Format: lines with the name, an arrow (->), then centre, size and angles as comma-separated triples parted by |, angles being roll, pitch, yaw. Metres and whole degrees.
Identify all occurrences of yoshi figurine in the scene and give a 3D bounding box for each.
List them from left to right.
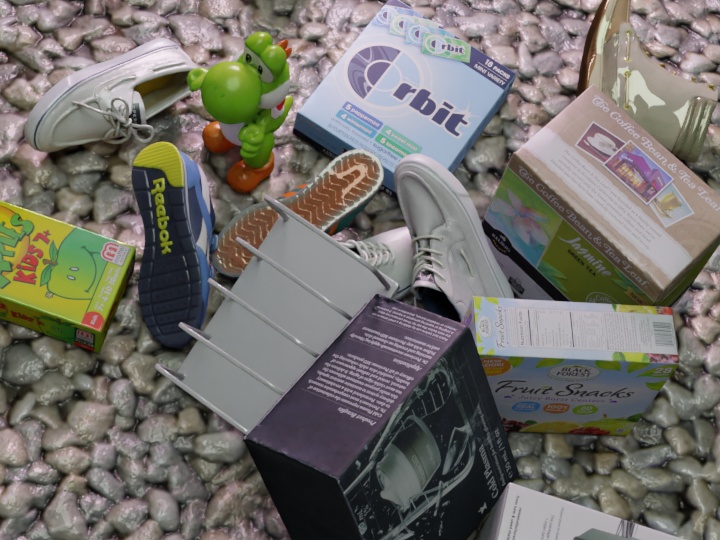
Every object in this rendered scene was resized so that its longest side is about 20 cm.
yoshi figurine -> -0.126, -0.160, 1.659 | 0.111, 0.201, 0.113 | 13, 60, -4

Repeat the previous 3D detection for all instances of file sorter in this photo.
file sorter -> -0.081, 0.052, 1.547 | 0.138, 0.125, 0.201 | 33, 88, 14

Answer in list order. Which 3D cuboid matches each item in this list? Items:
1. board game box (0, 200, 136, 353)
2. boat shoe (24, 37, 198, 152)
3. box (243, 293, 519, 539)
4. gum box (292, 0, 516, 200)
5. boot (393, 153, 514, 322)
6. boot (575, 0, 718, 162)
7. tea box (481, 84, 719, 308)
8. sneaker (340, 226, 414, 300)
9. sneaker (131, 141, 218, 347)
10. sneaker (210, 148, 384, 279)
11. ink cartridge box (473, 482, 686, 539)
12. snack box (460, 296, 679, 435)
board game box -> -0.331, -0.003, 1.620 | 0.198, 0.048, 0.102 | 19, 60, 0
boat shoe -> -0.246, -0.166, 1.710 | 0.201, 0.075, 0.086 | -31, 54, -31
box -> 0.024, 0.168, 1.493 | 0.123, 0.201, 0.197 | 19, 53, 40
gum box -> 0.050, -0.182, 1.797 | 0.169, 0.045, 0.201 | 33, 59, 8
boot -> 0.080, -0.013, 1.648 | 0.201, 0.073, 0.096 | 58, 42, -9
boot -> 0.327, -0.224, 1.860 | 0.153, 0.072, 0.202 | 15, 65, -2
tea box -> 0.241, -0.038, 1.667 | 0.200, 0.197, 0.133 | 43, 62, 14
sneaker -> 0.000, 0.000, 1.670 | 0.198, 0.071, 0.073 | -25, 69, -23
sneaker -> -0.176, -0.024, 1.644 | 0.073, 0.082, 0.203 | -5, 82, 20
sneaker -> -0.060, -0.049, 1.694 | 0.199, 0.080, 0.072 | -31, 81, -3
ink cartridge box -> 0.203, 0.286, 1.509 | 0.198, 0.146, 0.085 | 18, 58, -1
snack box -> 0.186, 0.095, 1.598 | 0.197, 0.169, 0.068 | 2, 60, -11
